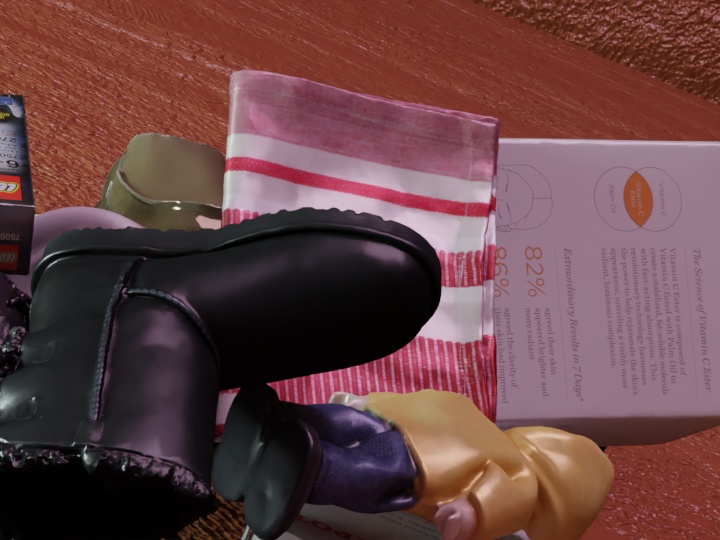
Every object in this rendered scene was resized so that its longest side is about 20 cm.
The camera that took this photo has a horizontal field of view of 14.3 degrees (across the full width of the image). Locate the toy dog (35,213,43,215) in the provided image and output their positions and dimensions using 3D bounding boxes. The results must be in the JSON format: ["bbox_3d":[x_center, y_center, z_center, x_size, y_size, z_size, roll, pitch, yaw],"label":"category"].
[{"bbox_3d":[-0.216,0.005,1.520,0.200,0.096,0.133,48,38,-39],"label":"toy dog"}]

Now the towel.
[{"bbox_3d":[0.000,0.000,1.421,0.143,0.201,0.023,9,-27,-15],"label":"towel"}]

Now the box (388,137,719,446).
[{"bbox_3d":[0.093,0.015,1.540,0.199,0.153,0.106,1,-12,-20],"label":"box"}]

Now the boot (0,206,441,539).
[{"bbox_3d":[-0.069,0.047,1.213,0.197,0.074,0.163,0,35,8],"label":"boot"}]

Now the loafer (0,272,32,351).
[{"bbox_3d":[-0.191,0.014,1.289,0.199,0.063,0.072,20,17,-12],"label":"loafer"}]

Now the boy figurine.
[{"bbox_3d":[0.029,0.091,1.326,0.199,0.065,0.124,10,19,-39],"label":"boy figurine"}]

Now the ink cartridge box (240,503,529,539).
[{"bbox_3d":[0.011,0.150,1.385,0.144,0.088,0.200,22,13,-1],"label":"ink cartridge box"}]

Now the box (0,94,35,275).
[{"bbox_3d":[-0.256,-0.049,1.364,0.198,0.040,0.137,3,26,-12],"label":"box"}]

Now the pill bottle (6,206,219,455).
[{"bbox_3d":[-0.109,0.046,1.457,0.119,0.120,0.200,29,0,23],"label":"pill bottle"}]

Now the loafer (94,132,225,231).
[{"bbox_3d":[-0.106,-0.040,1.584,0.076,0.068,0.200,11,4,-21],"label":"loafer"}]

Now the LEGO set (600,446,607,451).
[{"bbox_3d":[0.065,0.062,1.667,0.199,0.154,0.116,24,13,-11],"label":"LEGO set"}]
